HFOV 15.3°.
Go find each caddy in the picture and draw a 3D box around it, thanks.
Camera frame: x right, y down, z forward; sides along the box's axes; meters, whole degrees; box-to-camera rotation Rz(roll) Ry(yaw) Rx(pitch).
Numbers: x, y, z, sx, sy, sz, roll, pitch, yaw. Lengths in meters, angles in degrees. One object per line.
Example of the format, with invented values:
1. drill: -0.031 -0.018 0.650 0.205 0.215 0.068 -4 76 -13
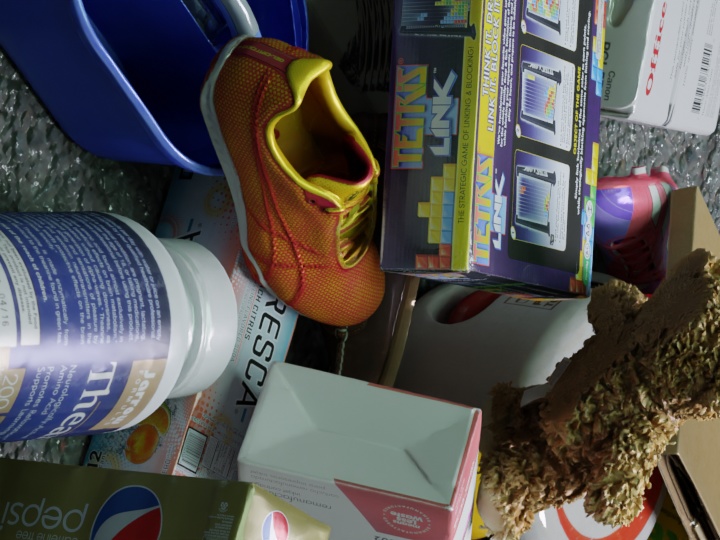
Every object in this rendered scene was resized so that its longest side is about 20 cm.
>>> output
1. caddy: -0.101 -0.140 1.368 0.200 0.105 0.142 56 52 -37

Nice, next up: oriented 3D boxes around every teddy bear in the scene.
1. teddy bear: 0.136 0.073 1.433 0.067 0.200 0.145 38 17 -25

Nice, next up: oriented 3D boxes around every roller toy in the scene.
1. roller toy: 0.102 0.097 1.605 0.200 0.139 0.183 42 62 -48

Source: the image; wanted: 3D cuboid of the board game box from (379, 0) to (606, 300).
1. board game box: 0.074 -0.090 1.433 0.165 0.056 0.201 12 80 -61

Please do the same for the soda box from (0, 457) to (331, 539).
1. soda box: -0.114 0.135 1.293 0.068 0.199 0.064 34 67 -46

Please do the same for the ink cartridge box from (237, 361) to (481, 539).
1. ink cartridge box: -0.001 0.140 1.439 0.200 0.116 0.068 90 15 -56

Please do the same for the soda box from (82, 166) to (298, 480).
1. soda box: -0.080 0.031 1.435 0.064 0.068 0.201 35 66 -47

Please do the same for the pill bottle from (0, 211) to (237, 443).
1. pill bottle: -0.155 0.027 1.306 0.199 0.111 0.112 -2 94 -51

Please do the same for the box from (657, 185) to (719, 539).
1. box: 0.216 0.074 1.660 0.164 0.021 0.201 59 32 -47

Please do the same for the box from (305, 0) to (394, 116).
1. box: -0.023 -0.153 1.496 0.200 0.068 0.082 56 51 -38

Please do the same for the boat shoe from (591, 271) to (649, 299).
1. boat shoe: 0.180 0.078 1.763 0.201 0.071 0.061 54 49 -42

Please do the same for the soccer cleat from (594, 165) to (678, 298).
1. soccer cleat: 0.177 -0.022 1.723 0.200 0.066 0.077 21 68 -74

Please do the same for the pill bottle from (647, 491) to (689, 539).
1. pill bottle: 0.157 0.210 1.709 0.111 0.111 0.201 48 56 -41

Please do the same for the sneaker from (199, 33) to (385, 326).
1. sneaker: -0.023 -0.034 1.372 0.073 0.077 0.200 -52 143 -23

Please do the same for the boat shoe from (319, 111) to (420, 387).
1. boat shoe: 0.000 0.000 1.513 0.070 0.070 0.201 9 116 -12

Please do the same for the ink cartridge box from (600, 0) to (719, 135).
1. ink cartridge box: 0.165 -0.163 1.615 0.200 0.082 0.148 2 99 -69
